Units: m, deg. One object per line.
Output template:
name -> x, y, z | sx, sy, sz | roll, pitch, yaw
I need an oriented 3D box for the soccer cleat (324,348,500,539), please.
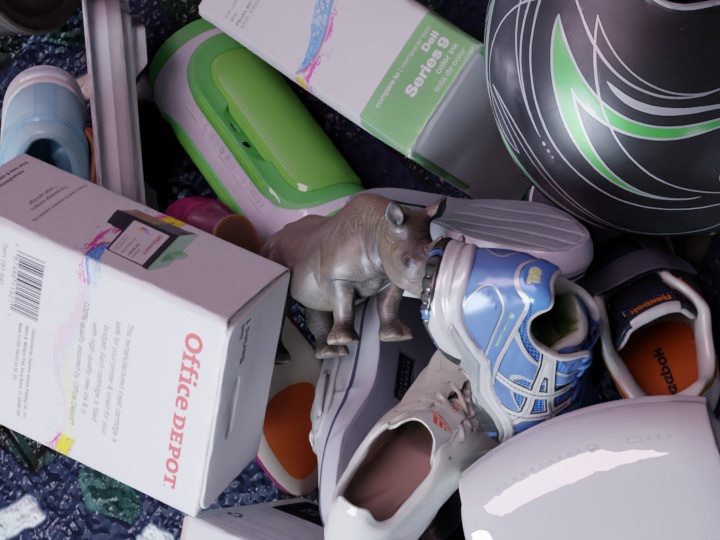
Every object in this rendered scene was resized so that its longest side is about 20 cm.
soccer cleat -> 0.046, 0.093, 1.480 | 0.069, 0.078, 0.200 | 28, 59, 16

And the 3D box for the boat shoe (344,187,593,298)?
boat shoe -> 0.069, -0.005, 1.526 | 0.199, 0.073, 0.067 | 17, 120, 52

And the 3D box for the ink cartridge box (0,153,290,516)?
ink cartridge box -> -0.153, 0.038, 1.543 | 0.199, 0.084, 0.146 | 23, 123, 19

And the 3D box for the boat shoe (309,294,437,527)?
boat shoe -> 0.002, 0.096, 1.577 | 0.065, 0.074, 0.201 | -29, 31, 39

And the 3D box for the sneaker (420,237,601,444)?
sneaker -> 0.103, 0.051, 1.442 | 0.077, 0.200, 0.076 | 2, 64, 28

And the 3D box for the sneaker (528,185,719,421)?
sneaker -> 0.161, 0.009, 1.506 | 0.078, 0.079, 0.201 | -26, 69, -4

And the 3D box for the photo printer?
photo printer -> 0.153, 0.176, 1.437 | 0.165, 0.069, 0.201 | -17, 95, 12

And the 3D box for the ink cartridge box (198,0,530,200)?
ink cartridge box -> 0.016, -0.132, 1.594 | 0.200, 0.145, 0.088 | 34, 94, 33

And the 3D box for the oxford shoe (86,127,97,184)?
oxford shoe -> -0.233, -0.008, 1.767 | 0.071, 0.072, 0.202 | 4, 83, 31

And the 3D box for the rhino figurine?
rhino figurine -> 0.000, 0.000, 1.506 | 0.200, 0.059, 0.088 | -18, 77, 54

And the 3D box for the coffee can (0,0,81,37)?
coffee can -> -0.316, -0.233, 1.821 | 0.199, 0.146, 0.148 | -4, 78, 31

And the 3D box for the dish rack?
dish rack -> -0.159, -0.092, 1.681 | 0.043, 0.172, 0.202 | -5, 100, -5

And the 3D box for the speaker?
speaker -> -0.061, -0.075, 1.667 | 0.088, 0.088, 0.200 | -45, 61, 16

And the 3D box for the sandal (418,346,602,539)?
sandal -> 0.083, 0.092, 1.569 | 0.076, 0.043, 0.201 | 39, 101, 31

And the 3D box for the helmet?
helmet -> 0.164, -0.121, 1.456 | 0.189, 0.200, 0.202 | 11, 85, -1

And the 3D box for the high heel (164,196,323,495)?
high heel -> -0.074, 0.047, 1.635 | 0.096, 0.067, 0.201 | 17, 123, 62

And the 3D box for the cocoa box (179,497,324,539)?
cocoa box -> -0.008, 0.234, 1.534 | 0.199, 0.133, 0.132 | 17, 100, 33

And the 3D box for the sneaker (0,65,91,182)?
sneaker -> -0.208, -0.028, 1.638 | 0.073, 0.201, 0.082 | -3, 35, -1
